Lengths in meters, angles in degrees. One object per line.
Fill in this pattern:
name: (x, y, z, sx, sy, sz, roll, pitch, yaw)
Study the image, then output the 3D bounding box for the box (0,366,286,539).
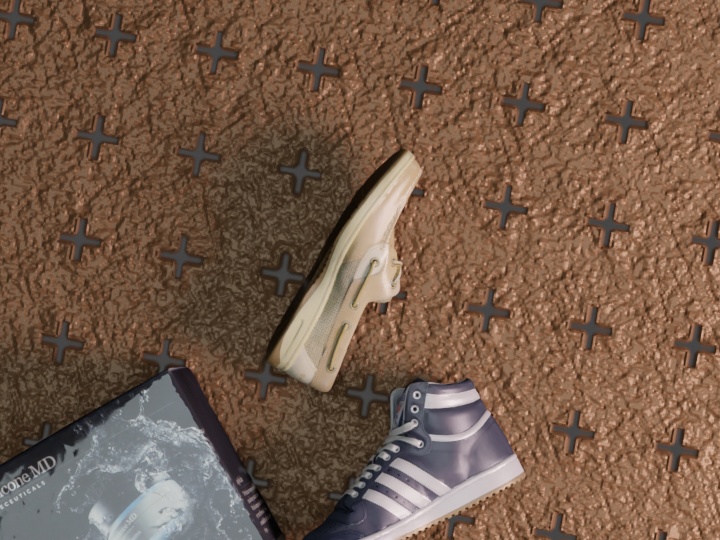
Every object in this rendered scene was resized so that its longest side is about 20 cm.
box: (-0.176, 0.207, 1.728, 0.196, 0.117, 0.200, -30, 87, 2)

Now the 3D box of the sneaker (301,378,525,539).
sneaker: (0.020, 0.154, 1.730, 0.200, 0.070, 0.109, -24, 90, -18)

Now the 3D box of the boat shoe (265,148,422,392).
boat shoe: (0.000, 0.000, 1.750, 0.065, 0.072, 0.200, 30, 93, -6)
